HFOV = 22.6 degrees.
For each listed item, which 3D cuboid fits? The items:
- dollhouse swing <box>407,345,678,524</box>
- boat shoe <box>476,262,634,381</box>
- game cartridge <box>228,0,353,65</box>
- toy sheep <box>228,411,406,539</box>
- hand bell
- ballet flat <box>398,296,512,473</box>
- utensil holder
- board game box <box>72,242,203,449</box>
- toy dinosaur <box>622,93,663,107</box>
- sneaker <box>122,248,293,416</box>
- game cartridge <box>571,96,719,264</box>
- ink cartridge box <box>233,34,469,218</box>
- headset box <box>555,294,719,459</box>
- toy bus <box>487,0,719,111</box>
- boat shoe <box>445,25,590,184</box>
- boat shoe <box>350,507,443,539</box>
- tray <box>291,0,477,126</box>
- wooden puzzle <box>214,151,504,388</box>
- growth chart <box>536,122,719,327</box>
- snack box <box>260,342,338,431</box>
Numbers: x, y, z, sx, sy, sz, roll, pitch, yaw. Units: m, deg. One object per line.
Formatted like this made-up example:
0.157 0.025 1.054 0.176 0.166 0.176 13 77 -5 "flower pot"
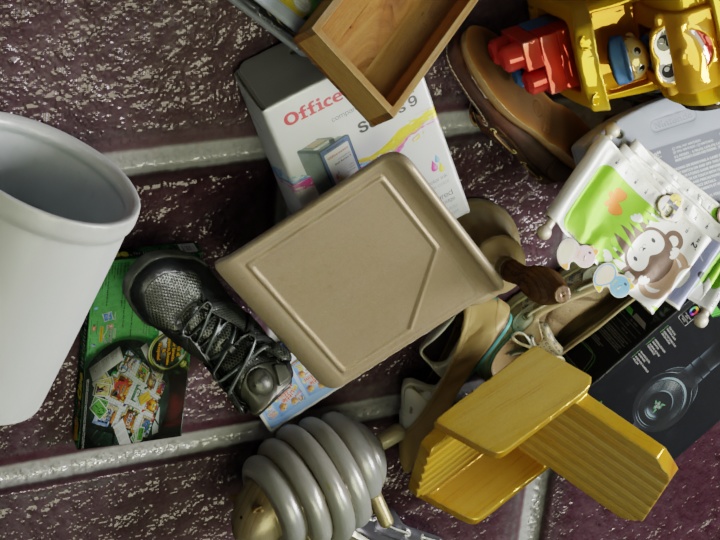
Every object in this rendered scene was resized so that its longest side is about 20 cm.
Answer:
0.174 0.203 1.749 0.181 0.176 0.200 -35 162 -20 "dollhouse swing"
0.198 0.047 1.790 0.200 0.063 0.073 -42 129 4 "boat shoe"
-0.064 -0.265 1.440 0.199 0.040 0.134 33 64 -37 "game cartridge"
-0.039 0.205 1.735 0.199 0.138 0.139 -30 130 -24 "toy sheep"
0.141 0.001 1.631 0.103 0.200 0.105 -4 102 -20 "hand bell"
0.075 0.105 1.777 0.063 0.069 0.201 28 102 -13 "ballet flat"
-0.291 0.000 1.455 0.169 0.170 0.201 13 115 -32 "utensil holder"
-0.203 0.070 1.634 0.104 0.023 0.202 -3 121 -23 "board game box"
0.302 -0.103 1.733 0.200 0.102 0.136 44 79 -17 "toy dinosaur"
-0.124 0.057 1.582 0.076 0.114 0.200 -47 135 -5 "sneaker"
0.293 -0.095 1.660 0.198 0.041 0.134 -17 91 -20 "game cartridge"
-0.006 -0.112 1.575 0.144 0.088 0.201 -27 127 -7 "ink cartridge box"
0.308 0.092 1.854 0.200 0.093 0.174 -41 129 2 "headset box"
0.216 -0.197 1.550 0.190 0.200 0.137 -20 115 -13 "toy bus"
0.135 -0.142 1.637 0.070 0.071 0.200 -18 133 38 "boat shoe"
0.013 0.271 1.859 0.199 0.072 0.063 33 59 -32 "boat shoe"
0.035 -0.224 1.473 0.099 0.037 0.201 45 59 -18 "tray"
0.000 0.000 1.573 0.199 0.037 0.185 -29 127 15 "wooden puzzle"
0.261 -0.036 1.620 0.199 0.018 0.146 30 80 -17 "growth chart"
-0.020 0.074 1.725 0.199 0.024 0.072 -32 129 -5 "snack box"
